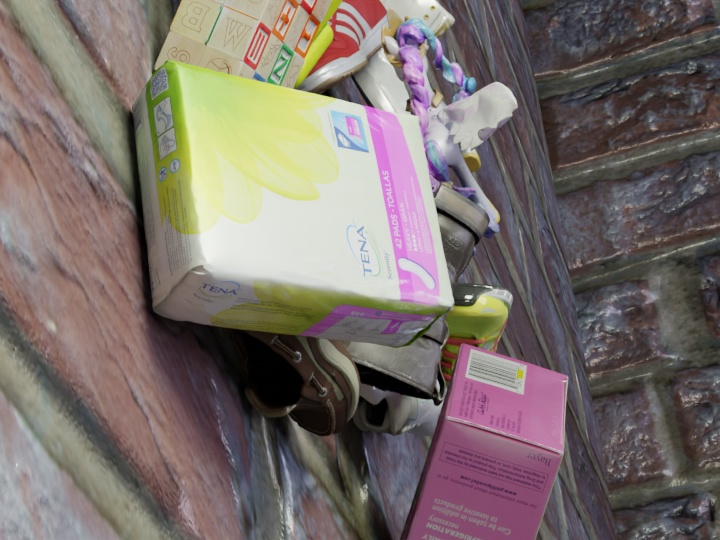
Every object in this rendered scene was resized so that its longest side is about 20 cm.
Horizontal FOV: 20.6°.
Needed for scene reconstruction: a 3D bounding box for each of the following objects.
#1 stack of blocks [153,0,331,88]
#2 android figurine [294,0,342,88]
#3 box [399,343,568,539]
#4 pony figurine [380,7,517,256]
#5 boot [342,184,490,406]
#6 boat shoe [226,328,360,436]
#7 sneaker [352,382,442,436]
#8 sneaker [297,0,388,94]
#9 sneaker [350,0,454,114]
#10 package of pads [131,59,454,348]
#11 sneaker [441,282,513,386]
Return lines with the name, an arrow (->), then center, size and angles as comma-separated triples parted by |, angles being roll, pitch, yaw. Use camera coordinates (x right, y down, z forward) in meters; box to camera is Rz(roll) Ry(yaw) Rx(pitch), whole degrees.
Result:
stack of blocks -> -0.060, -0.206, 1.352 | 0.201, 0.058, 0.115 | -67, 165, -1
android figurine -> -0.044, -0.216, 1.522 | 0.201, 0.041, 0.183 | -59, 169, -38
box -> 0.091, 0.188, 1.579 | 0.176, 0.096, 0.202 | -67, 173, -72
pony figurine -> 0.062, -0.109, 1.723 | 0.194, 0.165, 0.201 | -97, 168, -55
boot -> 0.000, 0.000, 1.568 | 0.069, 0.199, 0.175 | 113, 1, -71
boat shoe -> -0.054, 0.066, 1.343 | 0.075, 0.074, 0.203 | -60, 153, -26
sneaker -> 0.021, 0.107, 1.669 | 0.200, 0.070, 0.081 | 53, 41, -58
sneaker -> -0.035, -0.227, 1.756 | 0.113, 0.071, 0.200 | 61, 26, -13
sneaker -> 0.048, -0.199, 1.879 | 0.201, 0.115, 0.074 | 61, -1, 11
package of pads -> -0.042, -0.035, 1.234 | 0.199, 0.068, 0.156 | 9, 58, -33
sneaker -> 0.090, 0.069, 1.734 | 0.200, 0.077, 0.091 | 82, 15, -70
